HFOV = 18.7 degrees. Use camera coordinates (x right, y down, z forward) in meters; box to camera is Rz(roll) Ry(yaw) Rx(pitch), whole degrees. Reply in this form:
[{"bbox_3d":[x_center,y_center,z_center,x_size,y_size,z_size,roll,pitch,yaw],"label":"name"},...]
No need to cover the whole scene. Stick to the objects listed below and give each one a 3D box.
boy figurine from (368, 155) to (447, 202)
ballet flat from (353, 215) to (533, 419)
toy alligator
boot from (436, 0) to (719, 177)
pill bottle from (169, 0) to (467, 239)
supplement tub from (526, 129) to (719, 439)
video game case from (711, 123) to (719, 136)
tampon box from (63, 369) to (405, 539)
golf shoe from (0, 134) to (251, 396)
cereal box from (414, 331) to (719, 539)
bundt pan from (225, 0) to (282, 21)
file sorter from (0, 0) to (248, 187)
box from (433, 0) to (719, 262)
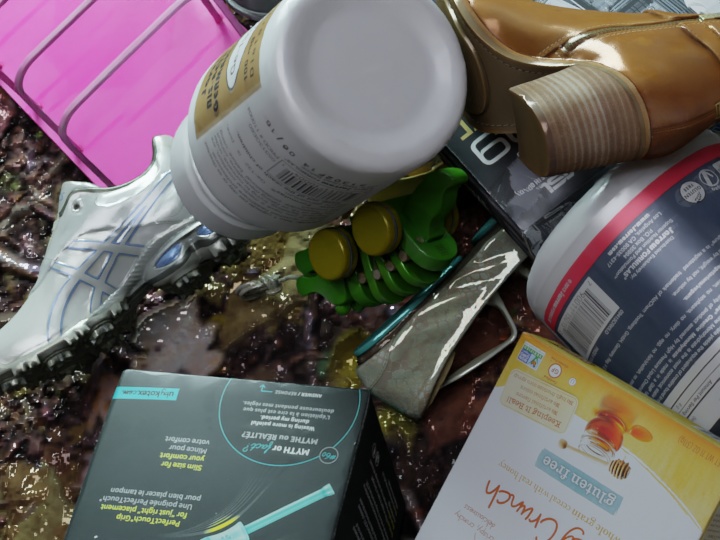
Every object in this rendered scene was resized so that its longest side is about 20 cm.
[{"bbox_3d":[0.072,-0.112,1.314,0.200,0.064,0.124,-42,65,-7],"label":"boy figurine"},{"bbox_3d":[0.080,0.005,1.273,0.062,0.067,0.200,44,89,-1],"label":"ballet flat"},{"bbox_3d":[0.000,0.000,1.263,0.200,0.059,0.054,-30,79,44],"label":"toy alligator"},{"bbox_3d":[0.133,-0.123,1.168,0.155,0.077,0.200,-17,29,-13],"label":"boot"},{"bbox_3d":[-0.032,-0.084,1.214,0.114,0.200,0.115,6,74,-23],"label":"pill bottle"},{"bbox_3d":[0.199,0.035,1.162,0.140,0.140,0.200,-42,72,-3],"label":"supplement tub"},{"bbox_3d":[0.245,-0.079,1.271,0.182,0.022,0.200,18,75,23],"label":"video game case"},{"bbox_3d":[-0.074,0.174,1.176,0.150,0.126,0.200,5,55,17],"label":"tampon box"},{"bbox_3d":[-0.166,-0.002,1.321,0.200,0.078,0.097,-35,84,-9],"label":"golf shoe"},{"bbox_3d":[0.098,0.152,1.119,0.144,0.040,0.200,30,97,33],"label":"cereal box"},{"bbox_3d":[-0.015,-0.247,1.367,0.202,0.076,0.202,-5,55,7],"label":"bundt pan"},{"bbox_3d":[-0.178,-0.165,1.376,0.139,0.125,0.200,-44,63,-4],"label":"file sorter"},{"bbox_3d":[0.125,-0.123,1.242,0.200,0.050,0.158,-37,62,-4],"label":"box"}]
